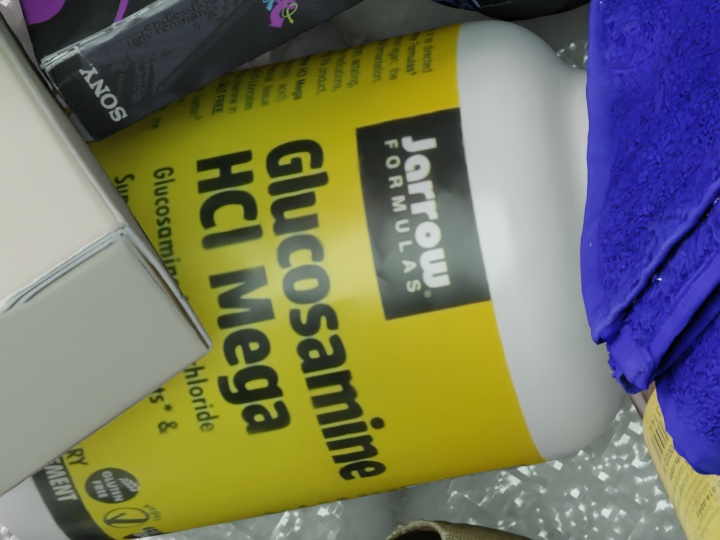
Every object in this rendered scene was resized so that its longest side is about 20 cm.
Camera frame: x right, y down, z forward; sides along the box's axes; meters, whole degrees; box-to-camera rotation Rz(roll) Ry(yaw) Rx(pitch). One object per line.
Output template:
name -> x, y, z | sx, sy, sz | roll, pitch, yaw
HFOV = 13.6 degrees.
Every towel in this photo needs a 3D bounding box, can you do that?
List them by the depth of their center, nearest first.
towel -> 0.104, -0.073, 0.557 | 0.049, 0.148, 0.200 | 20, 135, -21

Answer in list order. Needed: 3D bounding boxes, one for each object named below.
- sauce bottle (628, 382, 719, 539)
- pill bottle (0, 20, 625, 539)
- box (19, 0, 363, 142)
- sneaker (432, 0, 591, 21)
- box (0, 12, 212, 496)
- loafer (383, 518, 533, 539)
sauce bottle -> 0.117, 0.088, 0.652 | 0.064, 0.065, 0.201 | -26, 54, 9
pill bottle -> 0.000, 0.000, 0.760 | 0.199, 0.112, 0.113 | -12, 87, 10
box -> -0.034, -0.137, 0.752 | 0.142, 0.036, 0.201 | -27, 47, 6
sneaker -> 0.056, -0.160, 0.778 | 0.078, 0.070, 0.201 | -5, 65, 48
box -> -0.121, -0.044, 0.713 | 0.082, 0.068, 0.200 | -33, 60, -1
loafer -> -0.030, 0.125, 0.772 | 0.200, 0.067, 0.076 | -38, 38, 5
